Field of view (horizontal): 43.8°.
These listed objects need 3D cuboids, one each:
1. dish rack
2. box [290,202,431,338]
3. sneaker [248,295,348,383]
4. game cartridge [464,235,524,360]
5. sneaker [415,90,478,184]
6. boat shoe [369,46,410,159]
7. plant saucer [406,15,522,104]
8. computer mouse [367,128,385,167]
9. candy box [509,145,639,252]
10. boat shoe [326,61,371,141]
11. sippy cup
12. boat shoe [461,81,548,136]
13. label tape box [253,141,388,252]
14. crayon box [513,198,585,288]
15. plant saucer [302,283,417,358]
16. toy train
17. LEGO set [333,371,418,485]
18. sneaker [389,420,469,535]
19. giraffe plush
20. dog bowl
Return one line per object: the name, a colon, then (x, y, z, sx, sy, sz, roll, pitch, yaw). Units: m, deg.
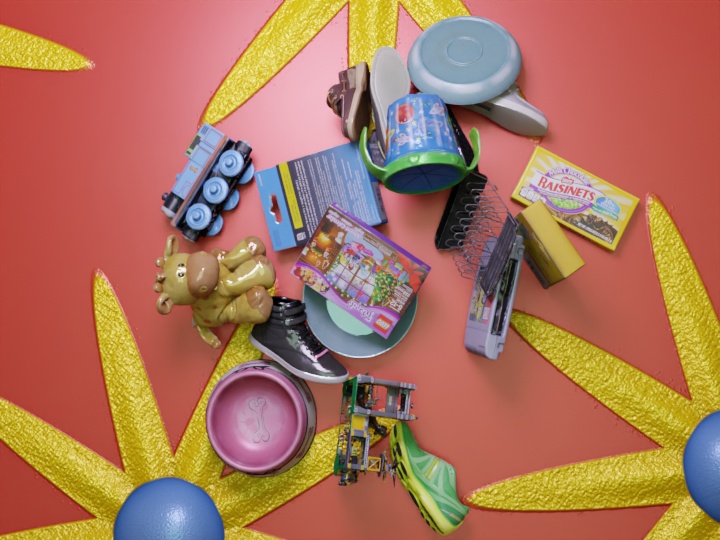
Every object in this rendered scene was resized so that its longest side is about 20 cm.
dish rack: (0.189, -0.059, 1.450, 0.054, 0.201, 0.155, 7, 121, -18)
box: (0.000, 0.000, 1.486, 0.199, 0.039, 0.138, 33, 106, 4)
sneaker: (-0.098, 0.111, 1.495, 0.198, 0.070, 0.100, 27, 115, 24)
game cartridge: (0.218, 0.042, 1.480, 0.040, 0.133, 0.203, 12, 88, -6)
sneaker: (0.136, -0.221, 1.553, 0.082, 0.071, 0.202, -28, 83, 26)
boat shoe: (0.050, -0.277, 1.527, 0.071, 0.061, 0.205, -5, 81, -14)
plant saucer: (0.177, -0.368, 1.526, 0.197, 0.028, 0.203, -3, 58, 5)
computer mouse: (0.041, -0.258, 1.571, 0.058, 0.034, 0.203, 3, 80, -4)
candy box: (0.368, -0.124, 1.539, 0.198, 0.026, 0.103, 28, 84, 5)
boat shoe: (-0.023, -0.285, 1.517, 0.071, 0.073, 0.202, -5, 44, 11)
sippy cup: (0.096, -0.206, 1.433, 0.138, 0.177, 0.132, -18, 70, 39)
boat shoe: (0.239, -0.301, 1.538, 0.199, 0.070, 0.072, 26, 72, 4)
label tape box: (-0.067, -0.127, 1.535, 0.197, 0.063, 0.146, -14, 92, 15)
crayon box: (0.298, -0.041, 1.449, 0.050, 0.200, 0.128, -33, 85, 0)
plant saucer: (0.000, 0.049, 1.542, 0.198, 0.039, 0.205, 0, 85, 4)
toy train: (-0.268, -0.151, 1.556, 0.113, 0.087, 0.202, 32, 90, 15)
LEGO set: (0.030, 0.259, 1.470, 0.114, 0.154, 0.203, 9, 68, -11)
sneaker: (0.113, 0.342, 1.505, 0.083, 0.074, 0.202, -26, 80, -24)
giraffe plush: (-0.259, 0.017, 1.476, 0.199, 0.162, 0.174, -36, 53, 16)
dog bowl: (-0.175, 0.253, 1.520, 0.197, 0.074, 0.204, 0, 85, 3)
